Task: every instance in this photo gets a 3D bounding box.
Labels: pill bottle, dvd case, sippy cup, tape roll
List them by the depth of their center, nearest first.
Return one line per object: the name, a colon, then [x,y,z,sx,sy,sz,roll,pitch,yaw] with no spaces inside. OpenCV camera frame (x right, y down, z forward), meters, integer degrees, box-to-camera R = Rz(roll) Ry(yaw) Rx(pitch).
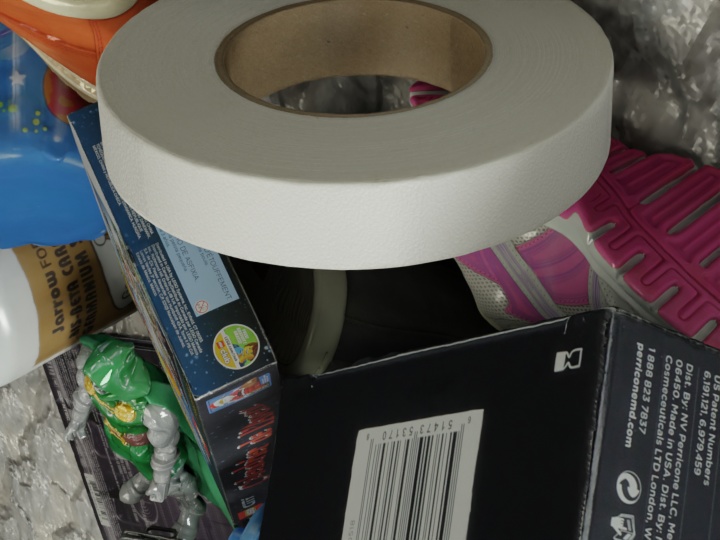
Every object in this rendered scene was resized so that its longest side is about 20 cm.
tape roll: [-0.002,-0.068,0.729,0.202,0.202,0.037,26,132,37]
sippy cup: [-0.159,-0.087,0.915,0.177,0.139,0.131,-25,56,37]
pill bottle: [-0.189,-0.003,0.992,0.114,0.199,0.115,28,134,35]
dvd case: [-0.118,0.110,1.140,0.199,0.016,0.150,3,115,50]

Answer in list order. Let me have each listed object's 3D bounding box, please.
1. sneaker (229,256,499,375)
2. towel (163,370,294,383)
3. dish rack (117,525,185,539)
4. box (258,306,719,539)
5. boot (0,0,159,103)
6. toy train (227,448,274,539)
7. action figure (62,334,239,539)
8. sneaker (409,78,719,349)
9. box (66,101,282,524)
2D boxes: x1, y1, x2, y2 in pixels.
sneaker: [0.000,0.000,0.873,0.200,0.105,0.075,-117,44,-59]
towel: [-0.016,0.091,0.970,0.199,0.034,0.133,-14,113,55]
dish rack: [-0.053,0.216,1.040,0.198,0.055,0.154,10,127,11]
box: [0.094,0.109,0.717,0.196,0.199,0.118,-16,60,53]
boot: [-0.161,-0.152,0.820,0.199,0.075,0.107,33,171,13]
toy train: [-0.008,0.140,0.874,0.086,0.115,0.201,21,144,15]
action figure: [-0.117,0.085,1.007,0.118,0.055,0.200,33,159,21]
sneaker: [0.096,-0.005,0.763,0.200,0.081,0.089,42,142,36]
box: [-0.075,0.022,0.848,0.200,0.037,0.137,88,156,-69]
